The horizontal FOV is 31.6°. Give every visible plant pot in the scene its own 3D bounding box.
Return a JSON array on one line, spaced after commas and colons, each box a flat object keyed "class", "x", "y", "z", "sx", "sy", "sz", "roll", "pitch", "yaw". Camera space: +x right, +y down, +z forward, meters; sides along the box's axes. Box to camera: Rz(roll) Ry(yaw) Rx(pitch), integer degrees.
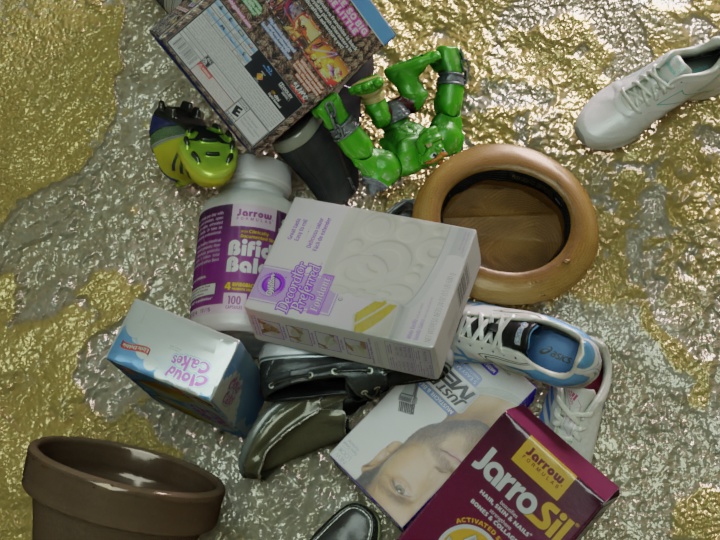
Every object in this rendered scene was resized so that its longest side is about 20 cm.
[{"class": "plant pot", "x": -0.251, "y": 0.274, "z": 1.258, "sx": 0.199, "sy": 0.200, "sz": 0.176, "roll": 15, "pitch": 90, "yaw": 10}]

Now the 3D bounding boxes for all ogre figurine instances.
[{"class": "ogre figurine", "x": 0.048, "y": -0.164, "z": 1.392, "sx": 0.098, "sy": 0.200, "sz": 0.121, "roll": -9, "pitch": 108, "yaw": 37}]

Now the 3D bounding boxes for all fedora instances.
[{"class": "fedora", "x": 0.151, "y": -0.038, "z": 1.360, "sx": 0.199, "sy": 0.082, "sz": 0.202, "roll": 2, "pitch": 65, "yaw": -4}]

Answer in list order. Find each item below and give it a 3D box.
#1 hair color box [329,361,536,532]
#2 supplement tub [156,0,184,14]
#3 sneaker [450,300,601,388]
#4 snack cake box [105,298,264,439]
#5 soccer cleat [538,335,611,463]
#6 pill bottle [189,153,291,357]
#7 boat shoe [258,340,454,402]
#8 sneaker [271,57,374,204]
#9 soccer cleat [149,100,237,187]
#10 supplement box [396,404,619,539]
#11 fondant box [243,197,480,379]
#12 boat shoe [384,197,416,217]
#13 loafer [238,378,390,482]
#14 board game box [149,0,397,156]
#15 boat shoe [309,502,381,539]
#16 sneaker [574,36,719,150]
[{"class": "hair color box", "x": 0.076, "y": 0.161, "z": 1.318, "sx": 0.109, "sy": 0.065, "sz": 0.200, "roll": 42, "pitch": 82, "yaw": 16}, {"class": "supplement tub", "x": -0.172, "y": -0.344, "z": 1.460, "sx": 0.140, "sy": 0.140, "sz": 0.200, "roll": -38, "pitch": 73, "yaw": -7}, {"class": "sneaker", "x": 0.143, "y": 0.064, "z": 1.268, "sx": 0.198, "sy": 0.073, "sz": 0.072, "roll": 13, "pitch": 68, "yaw": 22}, {"class": "snack cake box", "x": -0.167, "y": 0.103, "z": 1.285, "sx": 0.114, "sy": 0.200, "sz": 0.068, "roll": 22, "pitch": 75, "yaw": 12}, {"class": "soccer cleat", "x": 0.209, "y": 0.159, "z": 1.294, "sx": 0.069, "sy": 0.086, "sz": 0.202, "roll": 13, "pitch": 74, "yaw": 9}, {"class": "pill bottle", "x": -0.121, "y": -0.017, "z": 1.364, "sx": 0.111, "sy": 0.112, "sz": 0.202, "roll": 1, "pitch": 70, "yaw": 5}, {"class": "boat shoe", "x": -0.005, "y": 0.104, "z": 1.278, "sx": 0.198, "sy": 0.069, "sz": 0.057, "roll": -1, "pitch": 65, "yaw": 7}, {"class": "sneaker", "x": -0.027, "y": -0.163, "z": 1.435, "sx": 0.074, "sy": 0.107, "sz": 0.201, "roll": -5, "pitch": 39, "yaw": 38}, {"class": "soccer cleat", "x": -0.181, "y": -0.121, "z": 1.384, "sx": 0.064, "sy": 0.084, "sz": 0.200, "roll": -1, "pitch": 25, "yaw": -25}, {"class": "supplement box", "x": 0.135, "y": 0.249, "z": 1.233, "sx": 0.131, "sy": 0.103, "sz": 0.201, "roll": 40, "pitch": 100, "yaw": 16}, {"class": "fondant box", "x": 0.004, "y": 0.014, "z": 1.261, "sx": 0.198, "sy": 0.058, "sz": 0.145, "roll": 10, "pitch": 56, "yaw": 20}, {"class": "boat shoe", "x": 0.000, "y": 0.000, "z": 1.367, "sx": 0.072, "sy": 0.071, "sz": 0.201, "roll": 29, "pitch": 73, "yaw": 24}, {"class": "loafer", "x": -0.043, "y": 0.152, "z": 1.324, "sx": 0.200, "sy": 0.075, "sz": 0.070, "roll": -43, "pitch": 70, "yaw": -9}, {"class": "board game box", "x": -0.093, "y": -0.251, "z": 1.339, "sx": 0.200, "sy": 0.097, "sz": 0.160, "roll": -40, "pitch": 112, "yaw": -2}, {"class": "boat shoe", "x": -0.047, "y": 0.320, "z": 1.275, "sx": 0.072, "sy": 0.066, "sz": 0.201, "roll": 34, "pitch": 78, "yaw": 15}, {"class": "sneaker", "x": 0.324, "y": -0.203, "z": 1.405, "sx": 0.199, "sy": 0.080, "sz": 0.071, "roll": -30, "pitch": 74, "yaw": -3}]
